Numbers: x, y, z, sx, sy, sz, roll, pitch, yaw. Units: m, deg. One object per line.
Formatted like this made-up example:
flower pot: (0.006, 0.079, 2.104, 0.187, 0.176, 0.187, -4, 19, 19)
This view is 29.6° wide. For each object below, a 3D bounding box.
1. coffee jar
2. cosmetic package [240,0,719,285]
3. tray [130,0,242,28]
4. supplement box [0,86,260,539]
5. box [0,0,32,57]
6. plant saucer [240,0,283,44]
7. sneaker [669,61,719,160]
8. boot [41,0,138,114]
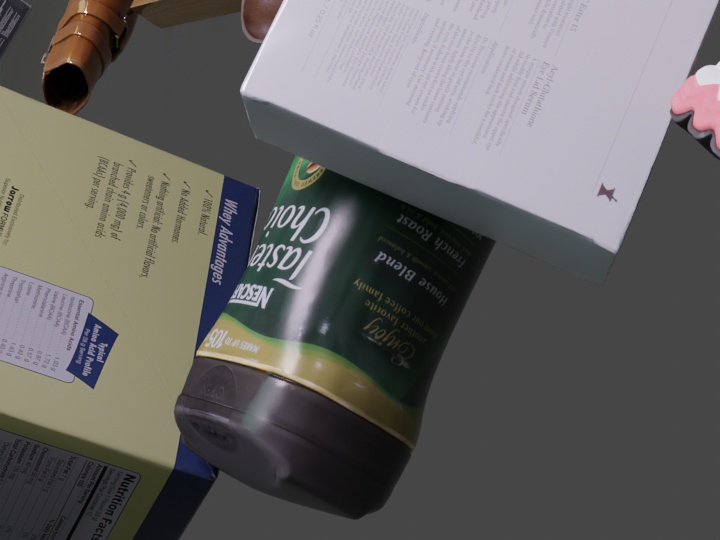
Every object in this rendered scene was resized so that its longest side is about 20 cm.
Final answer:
coffee jar: (0.000, 0.000, 0.576, 0.104, 0.085, 0.202, 4, 66, 54)
cosmetic package: (0.064, -0.117, 0.524, 0.052, 0.149, 0.202, 74, -140, -73)
tray: (-0.110, -0.246, 1.060, 0.199, 0.037, 0.100, 10, 71, 60)
supplement box: (-0.171, 0.032, 0.669, 0.135, 0.197, 0.202, -56, 21, 40)
box: (-0.507, -0.275, 1.694, 0.202, 0.086, 0.164, -57, 28, 2)
plant saucer: (-0.003, -0.222, 0.862, 0.200, 0.034, 0.202, -41, 32, 33)
sneaker: (0.157, -0.038, 0.368, 0.087, 0.073, 0.201, -51, 28, 11)
boot: (-0.220, -0.235, 1.140, 0.200, 0.076, 0.157, -53, 14, 57)
